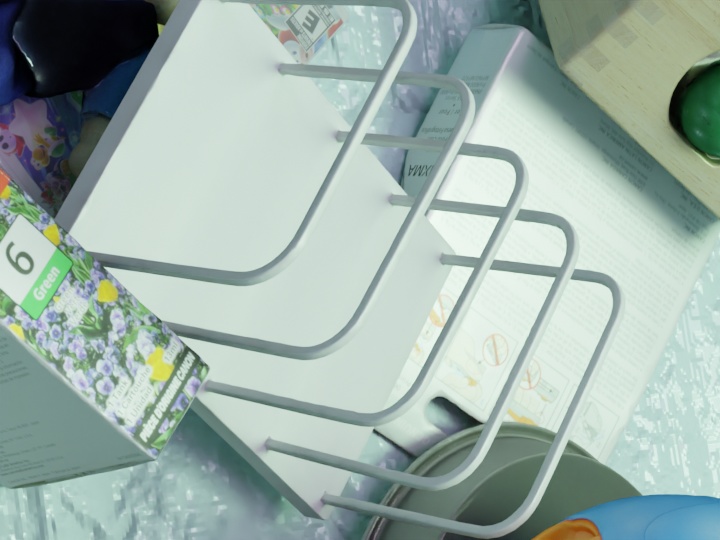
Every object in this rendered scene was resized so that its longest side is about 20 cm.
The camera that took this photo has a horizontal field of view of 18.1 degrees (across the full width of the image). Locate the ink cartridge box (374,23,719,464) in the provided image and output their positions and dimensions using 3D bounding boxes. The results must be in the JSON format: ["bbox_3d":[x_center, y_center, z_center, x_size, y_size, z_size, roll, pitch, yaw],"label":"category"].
[{"bbox_3d":[0.077,0.009,1.087,0.160,0.047,0.201,35,76,-29],"label":"ink cartridge box"}]

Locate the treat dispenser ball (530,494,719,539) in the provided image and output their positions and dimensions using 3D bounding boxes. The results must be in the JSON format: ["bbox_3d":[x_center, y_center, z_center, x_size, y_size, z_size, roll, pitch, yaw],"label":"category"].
[{"bbox_3d":[0.126,0.192,0.916,0.200,0.200,0.203,10,74,-38],"label":"treat dispenser ball"}]

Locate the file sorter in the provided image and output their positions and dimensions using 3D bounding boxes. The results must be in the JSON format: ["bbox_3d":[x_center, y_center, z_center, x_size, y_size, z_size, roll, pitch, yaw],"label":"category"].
[{"bbox_3d":[0.000,0.000,0.901,0.200,0.124,0.140,48,61,-42],"label":"file sorter"}]

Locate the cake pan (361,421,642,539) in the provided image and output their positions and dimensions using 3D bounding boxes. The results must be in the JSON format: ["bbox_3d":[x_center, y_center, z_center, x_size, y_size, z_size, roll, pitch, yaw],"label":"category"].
[{"bbox_3d":[0.080,0.170,1.033,0.199,0.037,0.202,5,82,-37],"label":"cake pan"}]

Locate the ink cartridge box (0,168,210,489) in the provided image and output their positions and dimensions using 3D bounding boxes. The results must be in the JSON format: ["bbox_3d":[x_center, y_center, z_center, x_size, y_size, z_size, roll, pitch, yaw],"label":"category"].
[{"bbox_3d":[-0.161,-0.002,0.834,0.200,0.109,0.051,45,55,-23],"label":"ink cartridge box"}]

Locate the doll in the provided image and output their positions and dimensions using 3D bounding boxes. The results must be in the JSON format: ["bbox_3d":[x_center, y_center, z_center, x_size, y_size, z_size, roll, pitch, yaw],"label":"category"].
[{"bbox_3d":[-0.132,-0.099,0.897,0.199,0.048,0.137,-22,85,-47],"label":"doll"}]

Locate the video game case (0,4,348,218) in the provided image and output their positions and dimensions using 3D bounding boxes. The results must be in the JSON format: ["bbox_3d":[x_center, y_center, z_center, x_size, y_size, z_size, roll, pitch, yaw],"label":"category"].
[{"bbox_3d":[-0.100,-0.108,0.969,0.144,0.018,0.200,54,53,-18],"label":"video game case"}]

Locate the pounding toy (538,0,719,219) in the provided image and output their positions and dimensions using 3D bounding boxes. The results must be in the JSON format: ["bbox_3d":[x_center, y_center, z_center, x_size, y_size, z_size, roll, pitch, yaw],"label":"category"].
[{"bbox_3d":[0.196,-0.114,1.081,0.184,0.142,0.201,39,23,-27],"label":"pounding toy"}]
